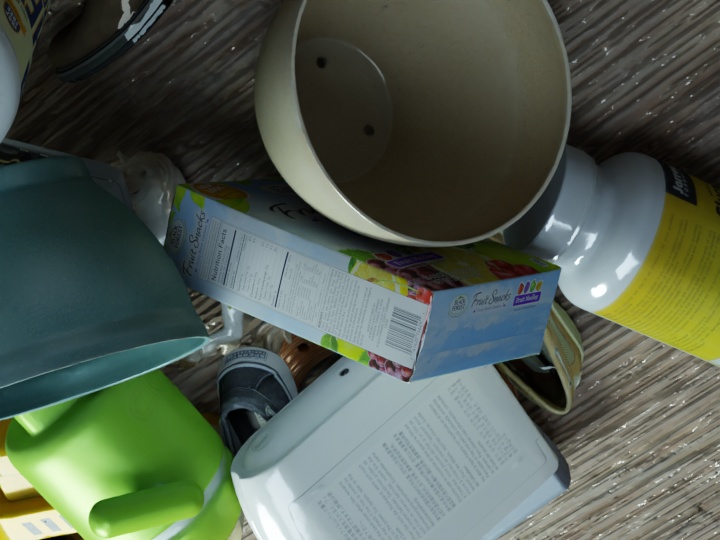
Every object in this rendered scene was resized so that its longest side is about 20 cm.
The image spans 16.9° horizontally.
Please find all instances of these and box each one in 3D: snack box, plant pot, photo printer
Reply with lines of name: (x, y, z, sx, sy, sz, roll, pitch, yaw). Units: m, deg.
snack box: (0.000, 0.000, 1.543, 0.200, 0.169, 0.068, 21, 105, 28)
plant pot: (0.012, -0.108, 1.506, 0.200, 0.200, 0.134, 31, 159, -24)
plant pot: (-0.207, 0.010, 1.477, 0.200, 0.134, 0.200, -18, 173, -2)
photo printer: (0.019, 0.137, 1.657, 0.200, 0.069, 0.166, -41, 116, -10)

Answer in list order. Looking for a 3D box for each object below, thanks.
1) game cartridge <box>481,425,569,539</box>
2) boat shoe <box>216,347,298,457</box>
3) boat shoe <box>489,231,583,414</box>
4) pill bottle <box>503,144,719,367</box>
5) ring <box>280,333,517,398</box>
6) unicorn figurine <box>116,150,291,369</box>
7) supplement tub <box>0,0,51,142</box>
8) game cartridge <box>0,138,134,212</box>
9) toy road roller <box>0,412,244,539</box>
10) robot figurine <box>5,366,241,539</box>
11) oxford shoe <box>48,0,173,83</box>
game cartridge: (0.051, 0.131, 1.774, 0.200, 0.040, 0.133, 33, 121, -26)
boat shoe: (-0.053, 0.146, 1.712, 0.072, 0.068, 0.200, -10, 130, 12)
boat shoe: (0.095, 0.027, 1.683, 0.072, 0.076, 0.200, -31, 125, 26)
pill bottle: (0.201, -0.012, 1.620, 0.200, 0.112, 0.112, 23, 129, -19)
ring: (0.017, 0.095, 1.788, 0.200, 0.019, 0.200, 0, 132, 0)
unicorn figurine: (-0.126, -0.009, 1.667, 0.200, 0.074, 0.137, 18, 121, -27)
supplement tub: (-0.267, -0.142, 1.444, 0.145, 0.200, 0.145, 2, 127, 3)
game cartridge: (-0.229, -0.030, 1.616, 0.200, 0.040, 0.133, 15, 135, 26)
toy road roller: (-0.191, 0.148, 1.772, 0.200, 0.123, 0.146, -12, 127, 13)
robot figurine: (-0.159, 0.127, 1.639, 0.116, 0.175, 0.200, -44, 113, -9)
oxford shoe: (-0.143, -0.197, 1.498, 0.084, 0.073, 0.200, 38, 122, -10)
